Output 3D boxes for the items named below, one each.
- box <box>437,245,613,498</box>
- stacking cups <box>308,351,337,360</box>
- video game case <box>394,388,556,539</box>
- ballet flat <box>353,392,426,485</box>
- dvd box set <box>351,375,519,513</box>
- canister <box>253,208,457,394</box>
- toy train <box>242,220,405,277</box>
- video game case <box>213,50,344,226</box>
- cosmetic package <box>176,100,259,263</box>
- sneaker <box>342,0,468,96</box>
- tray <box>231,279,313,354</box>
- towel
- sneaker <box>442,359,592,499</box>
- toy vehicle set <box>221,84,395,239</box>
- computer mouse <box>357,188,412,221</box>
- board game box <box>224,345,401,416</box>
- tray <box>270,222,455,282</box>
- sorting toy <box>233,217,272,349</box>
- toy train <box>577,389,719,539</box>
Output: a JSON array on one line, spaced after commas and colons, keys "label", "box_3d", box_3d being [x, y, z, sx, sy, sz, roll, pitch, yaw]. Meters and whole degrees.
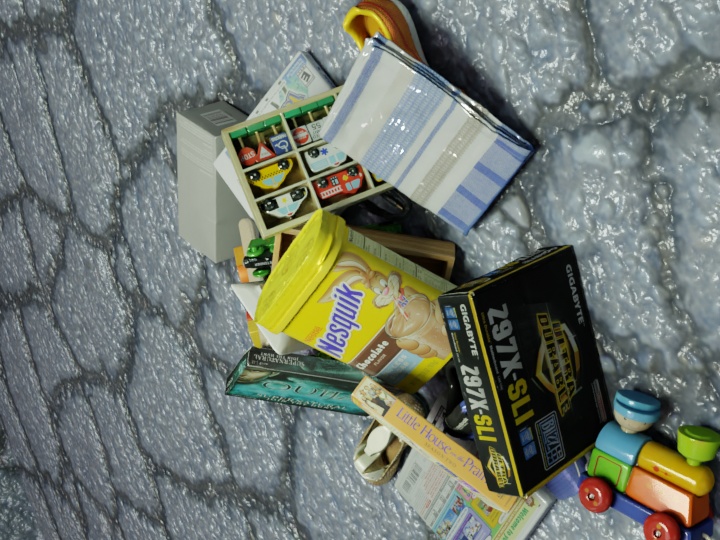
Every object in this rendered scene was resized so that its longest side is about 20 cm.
[{"label": "box", "box_3d": [0.165, 0.093, 0.845, 0.049, 0.160, 0.200, -6, 101, 51]}, {"label": "stacking cups", "box_3d": [-0.005, 0.119, 1.154, 0.200, 0.060, 0.061, -25, 87, 47]}, {"label": "video game case", "box_3d": [0.133, 0.273, 1.079, 0.182, 0.022, 0.200, 45, 135, 28]}, {"label": "ballet flat", "box_3d": [0.023, 0.232, 1.156, 0.071, 0.065, 0.200, 45, 137, 23]}, {"label": "dvd box set", "box_3d": [0.077, 0.190, 0.958, 0.200, 0.029, 0.146, 36, 170, 8]}, {"label": "canister", "box_3d": [0.007, 0.040, 0.950, 0.200, 0.087, 0.149, 27, 125, -16]}, {"label": "toy train", "box_3d": [-0.042, -0.029, 1.043, 0.200, 0.056, 0.042, -8, 118, 9]}, {"label": "video game case", "box_3d": [-0.080, -0.137, 1.087, 0.200, 0.022, 0.182, -46, 69, 26]}, {"label": "cosmetic package", "box_3d": [-0.202, -0.124, 1.245, 0.107, 0.090, 0.200, 35, 134, 37]}, {"label": "sneaker", "box_3d": [0.049, -0.192, 0.915, 0.200, 0.077, 0.073, 54, 140, 4]}, {"label": "tray", "box_3d": [-0.064, 0.046, 1.080, 0.022, 0.200, 0.107, -45, 70, 26]}, {"label": "towel", "box_3d": [0.062, -0.133, 0.895, 0.200, 0.024, 0.147, 35, 135, -1]}, {"label": "sneaker", "box_3d": [0.150, 0.165, 0.933, 0.200, 0.115, 0.081, 57, 141, 15]}, {"label": "toy vehicle set", "box_3d": [-0.038, -0.128, 0.959, 0.027, 0.200, 0.124, 144, 103, -79]}, {"label": "computer mouse", "box_3d": [-0.016, -0.125, 1.017, 0.200, 0.059, 0.034, 47, 170, 17]}, {"label": "board game box", "box_3d": [-0.060, 0.143, 1.106, 0.135, 0.200, 0.028, 130, 147, -60]}, {"label": "tray", "box_3d": [0.000, 0.000, 1.000, 0.200, 0.037, 0.099, 9, 124, -1]}, {"label": "sorting toy", "box_3d": [-0.129, 0.053, 1.167, 0.200, 0.036, 0.185, 80, 176, -64]}, {"label": "toy train", "box_3d": [0.304, 0.196, 0.800, 0.200, 0.085, 0.116, 24, 111, 42]}]
